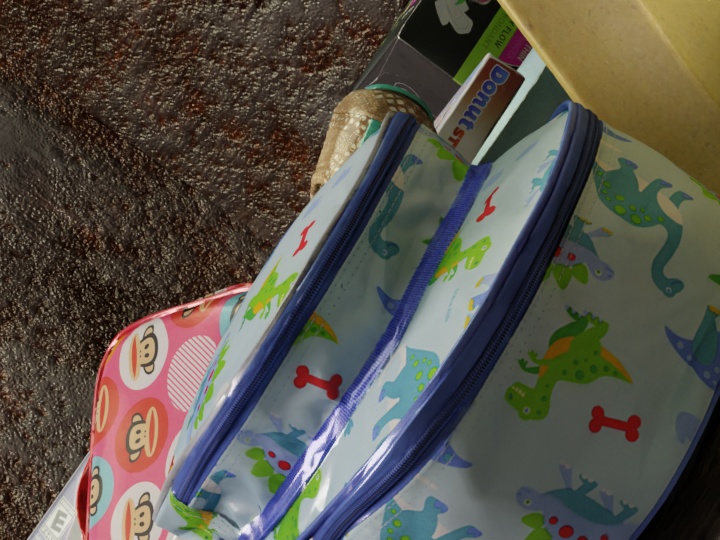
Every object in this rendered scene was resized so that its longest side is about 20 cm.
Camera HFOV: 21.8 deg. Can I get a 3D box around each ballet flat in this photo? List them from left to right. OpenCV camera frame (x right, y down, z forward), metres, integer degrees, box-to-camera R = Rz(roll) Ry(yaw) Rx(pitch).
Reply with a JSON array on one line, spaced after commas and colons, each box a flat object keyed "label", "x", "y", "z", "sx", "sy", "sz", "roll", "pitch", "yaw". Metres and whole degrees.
[{"label": "ballet flat", "x": 0.000, "y": 0.000, "z": 0.866, "sx": 0.201, "sy": 0.070, "sz": 0.066, "roll": 86, "pitch": -153, "yaw": -51}]

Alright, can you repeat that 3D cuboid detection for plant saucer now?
[{"label": "plant saucer", "x": 0.082, "y": -0.065, "z": 0.959, "sx": 0.202, "sy": 0.039, "sz": 0.201, "roll": -56, "pitch": 3, "yaw": 5}, {"label": "plant saucer", "x": 0.103, "y": -0.096, "z": 0.598, "sx": 0.048, "sy": 0.201, "sz": 0.200, "roll": -37, "pitch": 1, "yaw": -11}]

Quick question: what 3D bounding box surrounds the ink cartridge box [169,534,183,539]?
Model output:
[{"label": "ink cartridge box", "x": 0.013, "y": 0.060, "z": 0.835, "sx": 0.201, "sy": 0.043, "sz": 0.198, "roll": -58, "pitch": -21, "yaw": -5}]

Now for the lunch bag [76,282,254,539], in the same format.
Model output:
[{"label": "lunch bag", "x": -0.091, "y": 0.119, "z": 1.022, "sx": 0.175, "sy": 0.082, "sz": 0.202, "roll": -19, "pitch": 60, "yaw": 39}]

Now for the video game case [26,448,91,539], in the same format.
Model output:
[{"label": "video game case", "x": -0.092, "y": 0.146, "z": 1.083, "sx": 0.183, "sy": 0.200, "sz": 0.023, "roll": -54, "pitch": -41, "yaw": 2}]

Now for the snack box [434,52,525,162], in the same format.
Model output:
[{"label": "snack box", "x": 0.030, "y": -0.045, "z": 0.958, "sx": 0.072, "sy": 0.024, "sz": 0.200, "roll": -56, "pitch": 2, "yaw": -18}]

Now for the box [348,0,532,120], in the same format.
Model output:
[{"label": "box", "x": 0.111, "y": -0.156, "z": 1.176, "sx": 0.201, "sy": 0.148, "sz": 0.124, "roll": -57, "pitch": 6, "yaw": -21}]

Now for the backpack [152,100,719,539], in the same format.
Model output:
[{"label": "backpack", "x": 0.029, "y": 0.039, "z": 0.618, "sx": 0.200, "sy": 0.146, "sz": 0.184, "roll": -46, "pitch": 12, "yaw": 51}]
